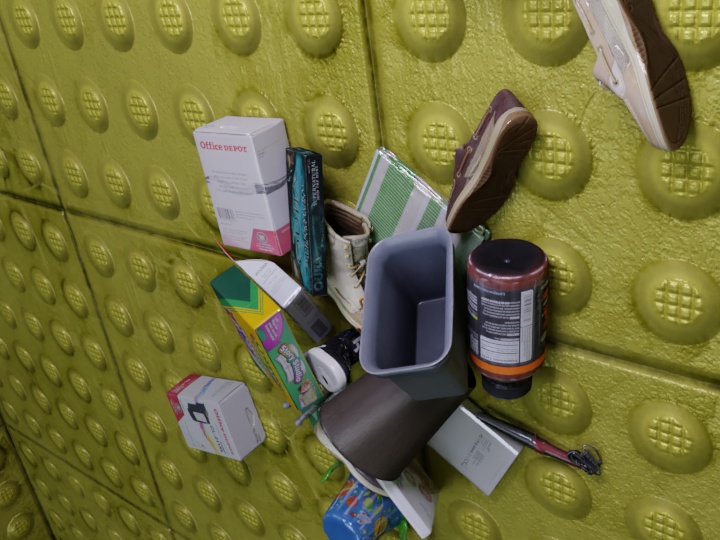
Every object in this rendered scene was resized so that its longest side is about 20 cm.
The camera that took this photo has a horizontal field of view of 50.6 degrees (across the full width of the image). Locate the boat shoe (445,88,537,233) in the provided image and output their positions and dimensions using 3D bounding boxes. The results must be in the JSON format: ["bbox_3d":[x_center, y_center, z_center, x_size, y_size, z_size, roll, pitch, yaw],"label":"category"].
[{"bbox_3d":[0.151,-0.133,0.952,0.202,0.070,0.073,110,145,-46],"label":"boat shoe"}]

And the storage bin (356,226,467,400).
[{"bbox_3d":[0.077,0.072,1.012,0.142,0.204,0.135,-12,142,23],"label":"storage bin"}]

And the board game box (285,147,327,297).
[{"bbox_3d":[-0.082,-0.077,1.142,0.135,0.027,0.206,-145,51,-68],"label":"board game box"}]

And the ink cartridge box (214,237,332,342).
[{"bbox_3d":[-0.145,0.021,1.286,0.199,0.047,0.161,42,173,30],"label":"ink cartridge box"}]

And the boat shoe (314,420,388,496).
[{"bbox_3d":[0.006,0.325,1.372,0.199,0.072,0.065,40,121,7],"label":"boat shoe"}]

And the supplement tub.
[{"bbox_3d":[0.193,0.069,1.004,0.105,0.106,0.205,17,127,34],"label":"supplement tub"}]

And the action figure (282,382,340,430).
[{"bbox_3d":[-0.076,0.219,1.398,0.119,0.054,0.200,51,135,9],"label":"action figure"}]

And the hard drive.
[{"bbox_3d":[0.154,0.256,1.222,0.199,0.026,0.134,39,136,18],"label":"hard drive"}]

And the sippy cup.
[{"bbox_3d":[0.001,0.451,1.414,0.175,0.130,0.143,22,130,30],"label":"sippy cup"}]

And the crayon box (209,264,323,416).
[{"bbox_3d":[-0.153,0.113,1.240,0.172,0.058,0.203,38,156,49],"label":"crayon box"}]

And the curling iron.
[{"bbox_3d":[0.260,0.246,1.115,0.197,0.026,0.051,20,135,32],"label":"curling iron"}]

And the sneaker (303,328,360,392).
[{"bbox_3d":[-0.030,0.134,1.239,0.074,0.110,0.199,62,162,-6],"label":"sneaker"}]

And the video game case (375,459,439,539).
[{"bbox_3d":[0.057,0.323,1.260,0.024,0.182,0.201,-38,87,10],"label":"video game case"}]

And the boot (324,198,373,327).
[{"bbox_3d":[0.000,0.000,1.150,0.200,0.072,0.156,43,148,21],"label":"boot"}]

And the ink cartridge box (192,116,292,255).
[{"bbox_3d":[-0.174,-0.139,1.230,0.144,0.082,0.205,11,124,38],"label":"ink cartridge box"}]

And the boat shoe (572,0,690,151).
[{"bbox_3d":[0.273,-0.214,0.776,0.064,0.071,0.204,-15,103,56],"label":"boat shoe"}]

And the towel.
[{"bbox_3d":[0.079,-0.064,1.089,0.199,0.023,0.154,40,138,14],"label":"towel"}]

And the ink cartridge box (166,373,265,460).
[{"bbox_3d":[-0.316,0.317,1.661,0.197,0.082,0.149,0,115,44],"label":"ink cartridge box"}]

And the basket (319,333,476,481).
[{"bbox_3d":[0.067,0.194,1.139,0.179,0.137,0.200,33,112,-34],"label":"basket"}]
